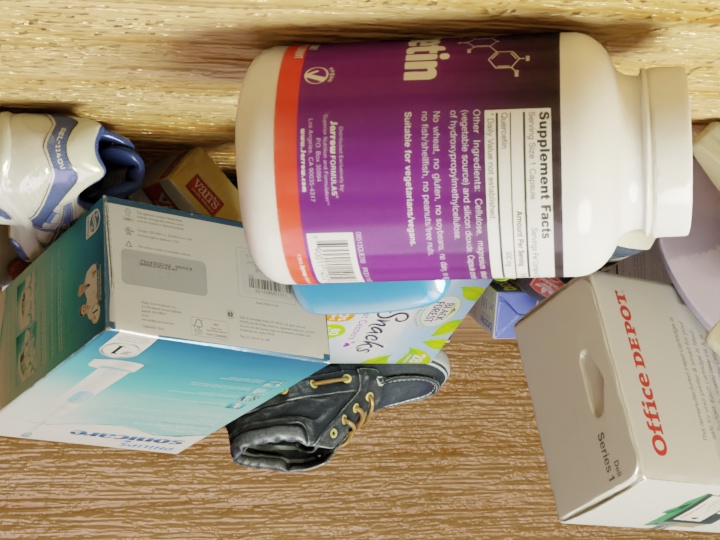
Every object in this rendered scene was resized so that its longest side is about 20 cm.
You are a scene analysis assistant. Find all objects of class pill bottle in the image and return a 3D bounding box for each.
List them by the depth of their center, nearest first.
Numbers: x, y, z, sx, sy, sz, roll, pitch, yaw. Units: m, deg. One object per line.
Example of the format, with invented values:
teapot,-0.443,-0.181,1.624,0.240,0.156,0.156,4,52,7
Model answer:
pill bottle,0.048,-0.052,0.708,0.200,0.113,0.112,-2,174,7

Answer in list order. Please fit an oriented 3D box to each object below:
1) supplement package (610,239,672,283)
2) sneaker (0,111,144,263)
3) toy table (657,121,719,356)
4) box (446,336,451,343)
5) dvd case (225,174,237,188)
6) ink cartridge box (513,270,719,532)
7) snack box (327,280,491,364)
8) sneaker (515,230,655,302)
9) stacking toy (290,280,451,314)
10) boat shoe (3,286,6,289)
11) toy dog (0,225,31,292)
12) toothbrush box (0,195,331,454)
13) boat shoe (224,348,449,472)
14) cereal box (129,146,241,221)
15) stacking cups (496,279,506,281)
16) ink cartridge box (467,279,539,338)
supplement package,0.237,-0.004,1.191,0.114,0.110,0.200,2,173,-24
sneaker,-0.168,-0.046,0.916,0.088,0.075,0.200,-2,175,5
toy table,0.270,-0.009,0.934,0.200,0.184,0.117,31,171,14
box,-0.026,0.016,1.325,0.200,0.075,0.100,12,-172,33
dvd case,-0.139,-0.044,1.174,0.200,0.025,0.150,-4,174,35
ink cartridge box,0.210,0.090,1.008,0.200,0.146,0.084,10,146,-34
snack box,0.000,0.000,1.117,0.168,0.068,0.200,2,153,-18
sneaker,0.142,-0.013,1.022,0.075,0.085,0.200,36,-175,4
stacking toy,0.045,-0.043,0.927,0.110,0.116,0.200,-6,-177,31
boat shoe,-0.273,-0.019,1.099,0.068,0.072,0.200,-10,155,35
toy dog,-0.271,-0.022,0.962,0.200,0.132,0.096,-6,-151,-43
toothbrush box,-0.132,0.042,0.939,0.146,0.085,0.200,10,152,-32
boat shoe,-0.017,0.109,1.207,0.200,0.091,0.071,-1,144,-20
cereal box,-0.126,-0.004,1.058,0.144,0.040,0.200,50,148,-19
stacking cups,0.069,-0.020,1.248,0.200,0.061,0.060,2,173,-31
ink cartridge box,0.137,0.016,1.390,0.094,0.044,0.200,1,-167,-12
